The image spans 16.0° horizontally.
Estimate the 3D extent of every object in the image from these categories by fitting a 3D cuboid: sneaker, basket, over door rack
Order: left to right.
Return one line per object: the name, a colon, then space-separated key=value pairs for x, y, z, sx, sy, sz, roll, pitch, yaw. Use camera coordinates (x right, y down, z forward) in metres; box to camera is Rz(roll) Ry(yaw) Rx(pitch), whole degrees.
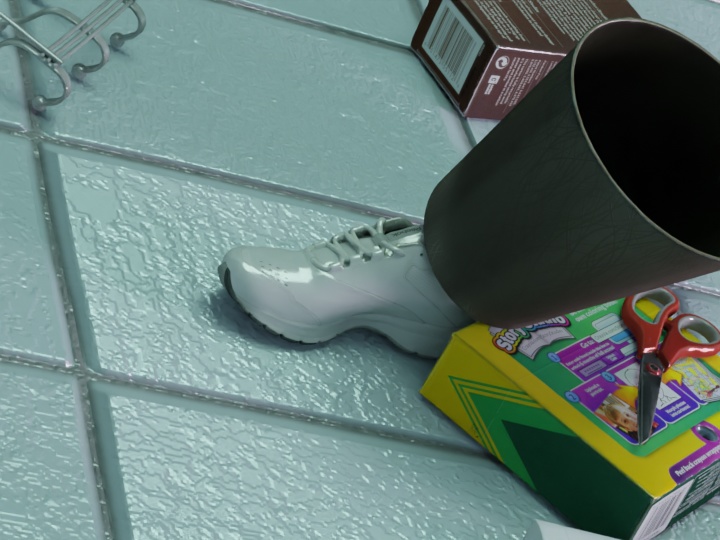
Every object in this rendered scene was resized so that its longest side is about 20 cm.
over door rack: x=-0.254 y=-0.210 z=1.779 sx=0.200 sy=0.067 sz=0.148 roll=48 pitch=30 yaw=-7
sneaker: x=0.000 y=0.000 z=1.662 sx=0.199 sy=0.087 sz=0.075 roll=5 pitch=38 yaw=-31
basket: x=0.141 y=-0.045 z=1.591 sx=0.180 sy=0.200 sz=0.136 roll=37 pitch=55 yaw=-17

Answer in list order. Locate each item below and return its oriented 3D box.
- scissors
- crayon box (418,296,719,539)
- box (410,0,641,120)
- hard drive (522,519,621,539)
scissors: x=0.186 y=0.059 z=1.680 sx=0.073 sy=0.014 sz=0.200 roll=35 pitch=31 yaw=9
crayon box: x=0.164 y=0.088 z=1.687 sx=0.172 sy=0.058 sz=0.200 roll=39 pitch=32 yaw=21
box: x=0.150 y=-0.173 z=2.056 sx=0.199 sy=0.075 sz=0.100 roll=1 pitch=39 yaw=-34
hard drive: x=0.201 y=0.222 z=1.546 sx=0.199 sy=0.027 sz=0.132 roll=15 pitch=33 yaw=-20
